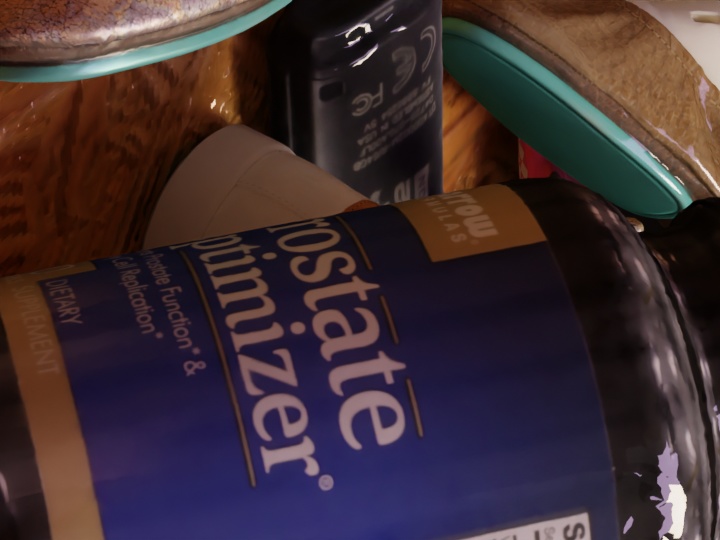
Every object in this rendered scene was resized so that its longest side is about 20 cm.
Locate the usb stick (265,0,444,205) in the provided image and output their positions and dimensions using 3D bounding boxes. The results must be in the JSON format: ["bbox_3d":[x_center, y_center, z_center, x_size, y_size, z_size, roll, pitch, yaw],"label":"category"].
[{"bbox_3d":[0.000,0.000,0.816,0.055,0.033,0.200,-36,145,-30],"label":"usb stick"}]

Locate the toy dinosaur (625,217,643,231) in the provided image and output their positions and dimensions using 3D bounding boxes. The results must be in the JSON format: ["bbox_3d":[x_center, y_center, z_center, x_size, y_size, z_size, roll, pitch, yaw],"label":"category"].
[{"bbox_3d":[0.046,0.035,0.832,0.101,0.058,0.200,4,138,-23],"label":"toy dinosaur"}]

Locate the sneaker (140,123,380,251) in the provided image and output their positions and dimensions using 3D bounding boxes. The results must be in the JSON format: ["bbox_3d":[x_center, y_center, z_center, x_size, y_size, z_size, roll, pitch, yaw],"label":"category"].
[{"bbox_3d":[-0.016,0.062,0.780,0.073,0.085,0.200,-45,151,-40],"label":"sneaker"}]

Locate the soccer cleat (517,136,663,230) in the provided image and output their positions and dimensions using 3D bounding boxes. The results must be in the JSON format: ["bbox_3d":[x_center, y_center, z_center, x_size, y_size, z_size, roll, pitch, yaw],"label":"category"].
[{"bbox_3d":[0.076,-0.027,0.919,0.086,0.070,0.201,-102,-162,-74],"label":"soccer cleat"}]

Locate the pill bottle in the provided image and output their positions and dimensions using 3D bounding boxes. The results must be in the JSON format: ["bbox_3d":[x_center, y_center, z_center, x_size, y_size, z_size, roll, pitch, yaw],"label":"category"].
[{"bbox_3d":[0.009,0.041,0.662,0.199,0.112,0.112,-11,135,-12],"label":"pill bottle"}]

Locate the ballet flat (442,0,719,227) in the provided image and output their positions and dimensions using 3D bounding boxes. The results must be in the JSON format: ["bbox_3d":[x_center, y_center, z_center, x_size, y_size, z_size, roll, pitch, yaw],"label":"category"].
[{"bbox_3d":[0.106,-0.032,0.847,0.072,0.200,0.068,-52,-164,-12],"label":"ballet flat"}]

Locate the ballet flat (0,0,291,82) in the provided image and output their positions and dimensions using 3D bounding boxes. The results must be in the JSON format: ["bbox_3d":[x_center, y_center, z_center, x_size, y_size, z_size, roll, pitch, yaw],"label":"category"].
[{"bbox_3d":[-0.030,-0.090,0.651,0.200,0.068,0.067,-29,118,-60],"label":"ballet flat"}]
